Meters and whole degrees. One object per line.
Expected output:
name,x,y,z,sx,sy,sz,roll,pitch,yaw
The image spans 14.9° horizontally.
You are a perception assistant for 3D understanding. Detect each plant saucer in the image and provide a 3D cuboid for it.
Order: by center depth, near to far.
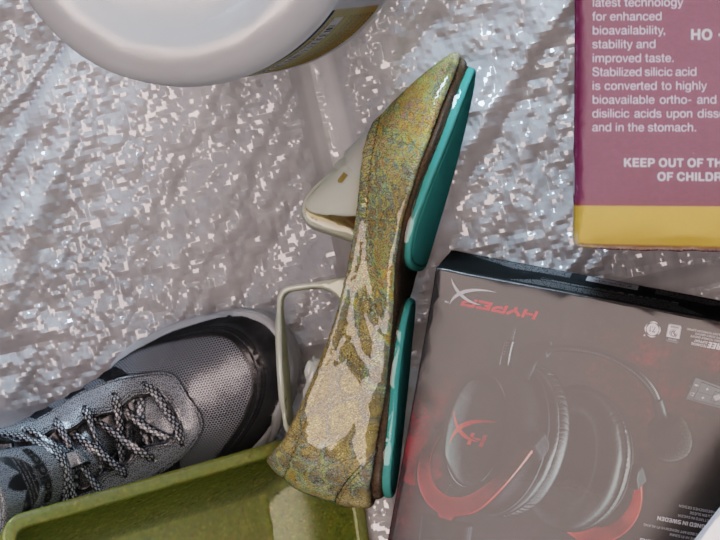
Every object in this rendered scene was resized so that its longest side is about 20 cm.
plant saucer,-0.075,0.182,1.183,0.048,0.200,0.200,-3,97,46

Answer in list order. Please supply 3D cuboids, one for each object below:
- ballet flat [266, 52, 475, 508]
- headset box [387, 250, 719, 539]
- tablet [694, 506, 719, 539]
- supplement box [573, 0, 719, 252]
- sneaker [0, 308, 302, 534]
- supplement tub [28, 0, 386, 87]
ballet flat,0.000,0.000,1.179,0.071,0.071,0.200,11,88,8
headset box,0.090,0.104,1.182,0.149,0.075,0.200,11,98,6
tablet,0.207,0.104,1.093,0.130,0.014,0.200,33,98,-22
supplement box,0.139,-0.112,1.124,0.103,0.131,0.200,1,97,8
sneaker,-0.120,0.082,1.191,0.200,0.114,0.076,-31,83,12
supplement tub,-0.054,-0.149,1.114,0.144,0.200,0.145,1,96,9
